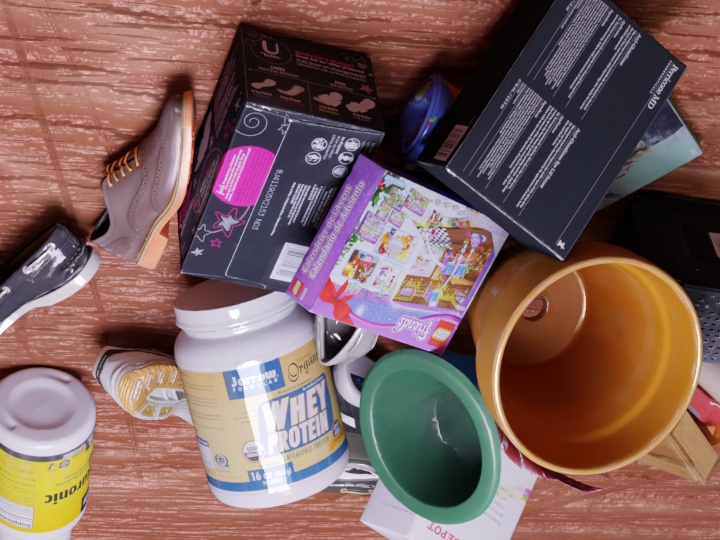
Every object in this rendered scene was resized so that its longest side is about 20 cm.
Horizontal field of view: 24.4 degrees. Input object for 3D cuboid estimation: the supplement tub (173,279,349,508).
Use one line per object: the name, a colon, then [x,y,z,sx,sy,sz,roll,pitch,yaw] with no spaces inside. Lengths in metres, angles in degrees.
supplement tub: [-0.098,0.111,1.602,0.143,0.145,0.202,-13,106,3]

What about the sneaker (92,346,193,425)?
sneaker: [-0.186,0.112,1.688,0.199,0.087,0.076,24,93,-51]

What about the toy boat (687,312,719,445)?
toy boat: [0.374,0.124,1.698,0.199,0.131,0.131,-12,138,-48]

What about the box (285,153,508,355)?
box: [0.037,-0.010,1.469,0.199,0.039,0.138,21,101,-50]

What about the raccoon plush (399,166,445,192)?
raccoon plush: [0.087,-0.044,1.592,0.199,0.097,0.135,-6,126,-42]

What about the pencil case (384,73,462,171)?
pencil case: [0.119,-0.097,1.499,0.199,0.078,0.087,28,92,-19]

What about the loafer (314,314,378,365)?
loafer: [0.000,0.000,1.514,0.069,0.070,0.202,24,123,22]

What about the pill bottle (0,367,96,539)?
pill bottle: [-0.333,0.206,1.716,0.110,0.112,0.201,3,132,-11]

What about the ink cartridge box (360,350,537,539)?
ink cartridge box: [0.105,0.205,1.713,0.084,0.202,0.144,9,159,47]

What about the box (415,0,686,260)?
box: [0.163,-0.134,1.424,0.141,0.079,0.201,35,86,-20]

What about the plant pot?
plant pot: [0.183,0.058,1.523,0.198,0.183,0.203,-5,108,-15]

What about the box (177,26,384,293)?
box: [-0.075,-0.094,1.477,0.131,0.115,0.201,11,131,-19]

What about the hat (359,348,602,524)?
hat: [0.115,0.143,1.621,0.164,0.175,0.202,9,114,38]

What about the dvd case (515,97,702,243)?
dvd case: [0.204,-0.111,1.566,0.199,0.022,0.146,-28,130,18]

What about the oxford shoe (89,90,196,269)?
oxford shoe: [-0.196,-0.082,1.502,0.072,0.072,0.201,14,129,-13]

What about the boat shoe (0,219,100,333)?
boat shoe: [-0.337,0.018,1.569,0.199,0.074,0.060,-27,122,24]

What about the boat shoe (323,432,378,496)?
boat shoe: [0.006,0.209,1.800,0.199,0.072,0.061,9,135,-7]

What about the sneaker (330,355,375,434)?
sneaker: [0.002,0.148,1.751,0.111,0.074,0.200,-19,142,32]

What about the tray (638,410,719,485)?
tray: [0.265,0.156,1.717,0.037,0.199,0.099,-55,131,-17]

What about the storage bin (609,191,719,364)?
storage bin: [0.347,0.011,1.619,0.198,0.136,0.094,8,131,-16]
